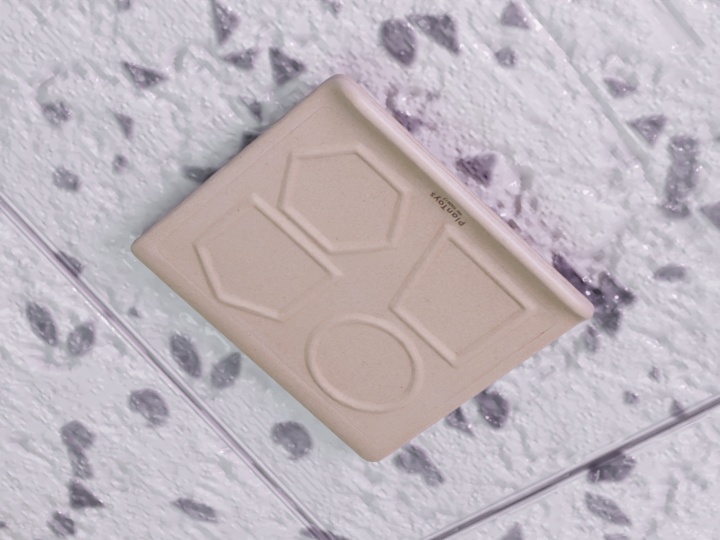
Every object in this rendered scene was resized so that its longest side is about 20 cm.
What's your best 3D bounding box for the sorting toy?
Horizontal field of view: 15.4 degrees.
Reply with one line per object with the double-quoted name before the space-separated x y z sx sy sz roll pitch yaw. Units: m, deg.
"sorting toy" 0.000 0.000 1.405 0.185 0.037 0.200 42 132 -14
